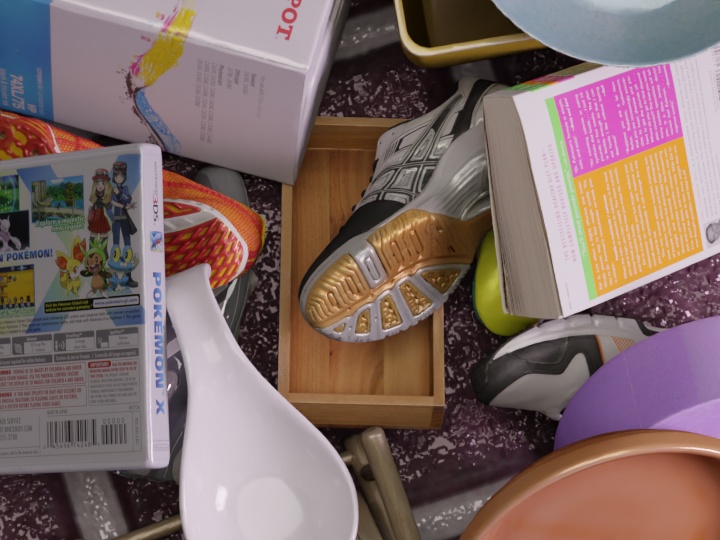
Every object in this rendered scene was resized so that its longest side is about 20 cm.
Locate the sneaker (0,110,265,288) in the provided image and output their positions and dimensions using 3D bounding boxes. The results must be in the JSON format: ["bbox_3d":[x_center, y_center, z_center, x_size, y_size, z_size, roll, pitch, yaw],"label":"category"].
[{"bbox_3d":[-0.153,-0.040,1.695,0.200,0.077,0.073,25,105,8],"label":"sneaker"}]

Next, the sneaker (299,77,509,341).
[{"bbox_3d":[0.031,-0.037,1.696,0.200,0.076,0.088,-40,46,-19],"label":"sneaker"}]

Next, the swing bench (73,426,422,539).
[{"bbox_3d":[-0.049,0.220,1.680,0.199,0.130,0.200,-20,87,-6],"label":"swing bench"}]

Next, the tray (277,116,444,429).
[{"bbox_3d":[0.000,0.000,1.731,0.099,0.037,0.200,1,59,-2],"label":"tray"}]

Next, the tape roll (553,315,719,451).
[{"bbox_3d":[0.217,0.116,1.670,0.200,0.200,0.066,-6,46,-3],"label":"tape roll"}]

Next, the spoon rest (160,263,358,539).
[{"bbox_3d":[-0.070,0.089,1.599,0.099,0.061,0.200,-22,79,-5],"label":"spoon rest"}]

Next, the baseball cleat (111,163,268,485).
[{"bbox_3d":[-0.118,0.028,1.725,0.106,0.070,0.200,8,79,-27],"label":"baseball cleat"}]

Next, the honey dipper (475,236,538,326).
[{"bbox_3d":[0.110,0.048,1.761,0.038,0.038,0.200,-31,80,-7],"label":"honey dipper"}]

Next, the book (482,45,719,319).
[{"bbox_3d":[0.159,-0.062,1.686,0.200,0.048,0.134,-19,105,-41],"label":"book"}]

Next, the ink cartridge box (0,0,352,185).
[{"bbox_3d":[-0.111,-0.168,1.710,0.200,0.146,0.147,15,63,3],"label":"ink cartridge box"}]

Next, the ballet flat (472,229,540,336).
[{"bbox_3d":[0.135,-0.048,1.739,0.067,0.067,0.200,42,66,-25],"label":"ballet flat"}]

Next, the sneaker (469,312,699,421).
[{"bbox_3d":[0.161,0.073,1.705,0.200,0.074,0.080,1,66,-25],"label":"sneaker"}]

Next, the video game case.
[{"bbox_3d":[-0.194,0.026,1.640,0.200,0.022,0.183,-5,84,36],"label":"video game case"}]

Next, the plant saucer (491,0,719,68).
[{"bbox_3d":[0.150,-0.209,1.625,0.201,0.039,0.201,1,80,-3],"label":"plant saucer"}]

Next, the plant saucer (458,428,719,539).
[{"bbox_3d":[0.143,0.157,1.615,0.200,0.200,0.037,-13,46,-5],"label":"plant saucer"}]

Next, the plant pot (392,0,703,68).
[{"bbox_3d":[0.102,-0.219,1.733,0.200,0.176,0.200,-9,81,-5],"label":"plant pot"}]
